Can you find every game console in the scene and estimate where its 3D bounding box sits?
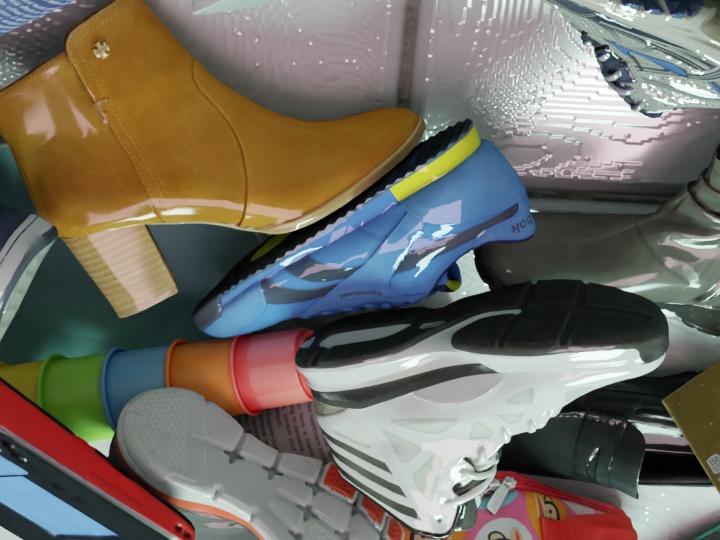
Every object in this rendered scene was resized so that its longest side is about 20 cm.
[{"bbox_3d":[-0.199,0.103,1.023,0.177,0.031,0.199,41,154,-23],"label":"game console"}]

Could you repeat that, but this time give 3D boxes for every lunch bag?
[{"bbox_3d":[0.088,0.188,1.175,0.175,0.082,0.200,-28,151,26],"label":"lunch bag"}]

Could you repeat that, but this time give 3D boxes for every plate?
[{"bbox_3d":[-0.149,-0.007,1.071,0.198,0.026,0.201,1,133,1],"label":"plate"}]

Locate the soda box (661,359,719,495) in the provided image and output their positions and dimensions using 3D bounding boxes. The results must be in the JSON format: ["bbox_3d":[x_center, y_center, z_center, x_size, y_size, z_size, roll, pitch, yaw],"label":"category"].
[{"bbox_3d":[0.271,0.048,1.049,0.199,0.068,0.064,-36,154,13],"label":"soda box"}]

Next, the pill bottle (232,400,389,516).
[{"bbox_3d":[-0.027,0.099,1.108,0.199,0.114,0.114,-20,130,18],"label":"pill bottle"}]

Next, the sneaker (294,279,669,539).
[{"bbox_3d":[0.072,0.075,0.994,0.199,0.076,0.116,-7,113,23],"label":"sneaker"}]

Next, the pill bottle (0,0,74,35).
[{"bbox_3d":[-0.158,-0.171,0.860,0.199,0.111,0.111,-21,130,19],"label":"pill bottle"}]

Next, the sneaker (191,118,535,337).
[{"bbox_3d":[0.000,0.000,1.004,0.199,0.066,0.079,-29,105,23],"label":"sneaker"}]

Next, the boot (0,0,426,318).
[{"bbox_3d":[-0.078,-0.082,0.972,0.200,0.071,0.145,-29,104,-8],"label":"boot"}]

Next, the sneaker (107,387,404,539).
[{"bbox_3d":[-0.054,0.141,1.042,0.200,0.077,0.082,38,139,-3],"label":"sneaker"}]

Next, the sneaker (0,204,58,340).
[{"bbox_3d":[-0.228,-0.023,0.932,0.146,0.202,0.077,30,84,-14],"label":"sneaker"}]

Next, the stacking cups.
[{"bbox_3d":[-0.117,0.063,1.069,0.198,0.061,0.061,-12,132,17],"label":"stacking cups"}]

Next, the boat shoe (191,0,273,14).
[{"bbox_3d":[-0.007,-0.176,0.891,0.199,0.076,0.061,-20,92,30],"label":"boat shoe"}]

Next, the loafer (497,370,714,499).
[{"bbox_3d":[0.155,0.100,1.137,0.199,0.071,0.068,-2,133,2],"label":"loafer"}]

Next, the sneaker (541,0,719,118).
[{"bbox_3d":[0.140,-0.116,0.936,0.199,0.077,0.085,20,134,-16],"label":"sneaker"}]

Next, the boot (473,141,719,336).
[{"bbox_3d":[0.169,-0.030,1.013,0.198,0.068,0.131,7,141,-18],"label":"boot"}]

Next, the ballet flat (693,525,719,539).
[{"bbox_3d":[0.209,0.229,1.259,0.199,0.073,0.073,-30,126,25],"label":"ballet flat"}]
